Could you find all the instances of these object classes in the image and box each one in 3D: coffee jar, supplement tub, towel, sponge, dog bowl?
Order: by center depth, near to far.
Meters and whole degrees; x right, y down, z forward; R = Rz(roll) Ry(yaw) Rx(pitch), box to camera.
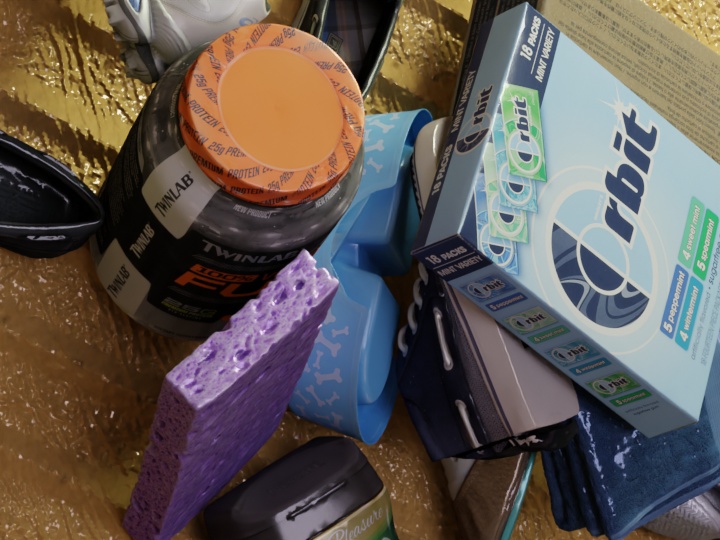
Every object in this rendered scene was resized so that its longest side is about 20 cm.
[{"bbox_3d":[-0.071,-0.048,1.511,0.122,0.200,0.123,6,67,-15],"label":"supplement tub"},{"bbox_3d":[-0.073,0.075,1.514,0.030,0.200,0.112,41,62,10],"label":"sponge"},{"bbox_3d":[-0.007,0.199,1.599,0.104,0.085,0.201,-30,100,-25],"label":"coffee jar"},{"bbox_3d":[0.000,0.000,1.625,0.049,0.112,0.201,8,75,14],"label":"dog bowl"},{"bbox_3d":[0.196,0.080,1.682,0.200,0.048,0.112,-22,104,-31],"label":"towel"}]

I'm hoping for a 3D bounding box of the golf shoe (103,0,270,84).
[{"bbox_3d":[-0.102,-0.192,1.552,0.097,0.078,0.201,-17,55,1],"label":"golf shoe"}]

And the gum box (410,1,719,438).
[{"bbox_3d":[0.131,-0.028,1.603,0.200,0.044,0.170,37,53,-26],"label":"gum box"}]

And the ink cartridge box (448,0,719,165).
[{"bbox_3d":[0.148,-0.081,1.725,0.200,0.075,0.165,30,64,-36],"label":"ink cartridge box"}]

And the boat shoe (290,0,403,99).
[{"bbox_3d":[0.002,-0.172,1.674,0.068,0.057,0.201,27,69,-27],"label":"boat shoe"}]

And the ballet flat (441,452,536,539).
[{"bbox_3d":[0.086,0.082,1.684,0.072,0.068,0.201,23,87,0],"label":"ballet flat"}]

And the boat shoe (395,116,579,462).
[{"bbox_3d":[0.050,0.018,1.613,0.075,0.093,0.201,-13,84,-52],"label":"boat shoe"}]

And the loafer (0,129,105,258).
[{"bbox_3d":[-0.229,-0.060,1.499,0.200,0.070,0.068,22,72,-29],"label":"loafer"}]

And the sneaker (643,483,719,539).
[{"bbox_3d":[0.260,0.126,1.790,0.200,0.075,0.114,18,71,-32],"label":"sneaker"}]
